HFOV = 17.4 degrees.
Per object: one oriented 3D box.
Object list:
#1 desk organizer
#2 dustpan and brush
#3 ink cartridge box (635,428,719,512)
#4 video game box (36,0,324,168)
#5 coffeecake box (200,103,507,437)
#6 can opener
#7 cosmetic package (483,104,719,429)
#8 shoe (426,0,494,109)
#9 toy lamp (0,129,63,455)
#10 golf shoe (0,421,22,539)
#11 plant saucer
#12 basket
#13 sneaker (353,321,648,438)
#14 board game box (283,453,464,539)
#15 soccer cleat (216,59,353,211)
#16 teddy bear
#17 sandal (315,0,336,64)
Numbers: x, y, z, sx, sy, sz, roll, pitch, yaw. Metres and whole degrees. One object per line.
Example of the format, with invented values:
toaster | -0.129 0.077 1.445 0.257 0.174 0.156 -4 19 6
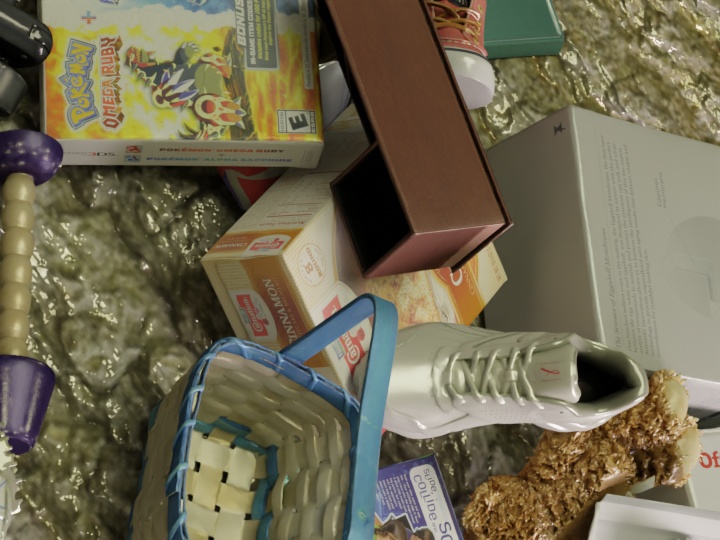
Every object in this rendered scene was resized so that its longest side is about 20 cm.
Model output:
desk organizer | 0.016 -0.099 1.506 0.077 0.072 0.200 -7 69 -36
dustpan and brush | 0.205 0.262 1.624 0.140 0.200 0.057 10 24 -11
ink cartridge box | 0.277 0.221 1.734 0.147 0.083 0.200 1 70 -40
video game box | -0.121 -0.165 1.541 0.182 0.047 0.200 -1 68 -9
coffeecake box | 0.000 0.000 1.573 0.200 0.073 0.154 -49 124 -42
can opener | -0.279 -0.175 1.447 0.200 0.063 0.079 34 52 -25
cosmetic package | 0.197 0.006 1.737 0.200 0.123 0.199 13 63 -38
shoe | 0.055 -0.159 1.636 0.071 0.200 0.091 12 84 -7
toy lamp | -0.210 0.014 1.427 0.058 0.058 0.200 20 57 -33
golf shoe | -0.241 0.145 1.328 0.097 0.078 0.200 -13 78 -38
plant saucer | 0.081 -0.196 1.803 0.200 0.019 0.070 -8 77 -44
basket | -0.049 0.118 1.413 0.139 0.200 0.176 24 58 -24
sneaker | 0.095 0.065 1.512 0.200 0.099 0.078 -2 82 -23
board game box | 0.026 0.230 1.545 0.135 0.034 0.200 -10 77 -44
soccer cleat | -0.039 -0.112 1.637 0.200 0.068 0.073 -42 125 -48
teddy bear | 0.153 0.143 1.633 0.067 0.200 0.145 47 1 39
sandal | 0.017 -0.223 1.615 0.080 0.200 0.054 38 0 16
